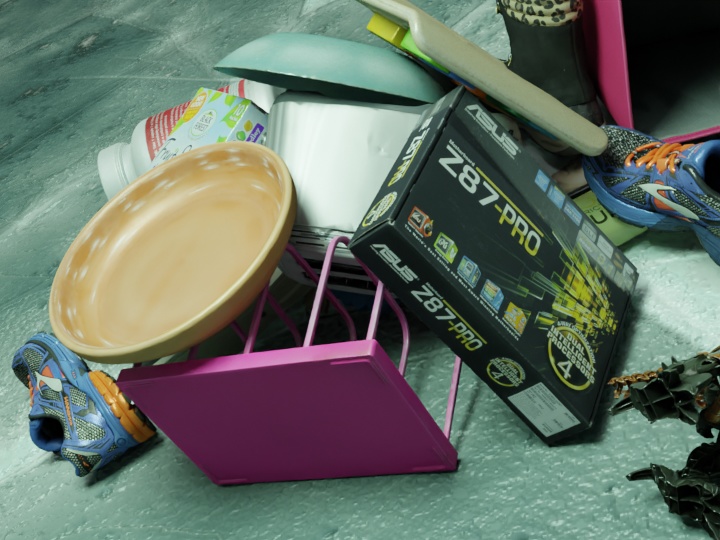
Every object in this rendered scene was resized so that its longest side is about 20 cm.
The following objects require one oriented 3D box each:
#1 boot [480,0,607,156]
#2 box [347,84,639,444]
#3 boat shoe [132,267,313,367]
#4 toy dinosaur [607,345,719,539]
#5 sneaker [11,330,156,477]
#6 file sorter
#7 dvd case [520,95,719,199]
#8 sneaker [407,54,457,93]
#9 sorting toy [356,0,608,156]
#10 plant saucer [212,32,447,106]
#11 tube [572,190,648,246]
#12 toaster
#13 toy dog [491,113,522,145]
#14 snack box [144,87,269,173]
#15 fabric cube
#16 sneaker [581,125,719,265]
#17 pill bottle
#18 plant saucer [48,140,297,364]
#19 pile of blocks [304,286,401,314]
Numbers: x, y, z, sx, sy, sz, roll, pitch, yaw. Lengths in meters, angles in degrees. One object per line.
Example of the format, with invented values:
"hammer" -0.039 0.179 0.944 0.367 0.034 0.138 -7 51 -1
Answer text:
"boot" 0.145 -0.198 1.100 0.073 0.151 0.200 -21 31 -12
"box" 0.098 -0.006 0.853 0.049 0.200 0.161 -32 20 41
"boat shoe" -0.115 0.027 1.046 0.200 0.072 0.068 -41 64 4
"toy dinosaur" 0.229 0.085 0.751 0.136 0.102 0.200 -27 -6 -30
"sneaker" -0.255 0.112 1.058 0.078 0.075 0.200 -43 33 -19
"file sorter" -0.040 0.059 0.889 0.200 0.139 0.126 -8 48 27
"dvd case" 0.214 -0.115 1.099 0.200 0.018 0.143 -26 31 0
"sneaker" 0.049 -0.154 1.155 0.087 0.076 0.200 -32 -9 -12
"sorting toy" 0.078 -0.157 0.955 0.037 0.185 0.200 -57 27 12
"plant saucer" -0.017 -0.161 1.000 0.200 0.039 0.201 10 5 -1
"tube" 0.176 -0.034 0.983 0.200 0.052 0.058 -27 76 -12
"toaster" 0.013 -0.054 0.953 0.199 0.114 0.130 8 74 9
"toy dog" 0.069 -0.090 1.100 0.096 0.132 0.200 -2 14 -45
"snack box" -0.152 -0.056 1.067 0.200 0.053 0.142 -57 28 -3
"fabric cube" 0.284 -0.246 1.041 0.199 0.197 0.200 -13 30 1
"sneaker" 0.243 -0.067 0.905 0.075 0.079 0.200 -38 46 -24
"pill bottle" -0.163 -0.120 1.288 0.200 0.112 0.112 -20 32 10
"plant saucer" -0.129 -0.010 0.884 0.200 0.037 0.200 -20 41 18
"pile of blocks" 0.000 0.000 1.063 0.200 0.082 0.062 18 9 37
